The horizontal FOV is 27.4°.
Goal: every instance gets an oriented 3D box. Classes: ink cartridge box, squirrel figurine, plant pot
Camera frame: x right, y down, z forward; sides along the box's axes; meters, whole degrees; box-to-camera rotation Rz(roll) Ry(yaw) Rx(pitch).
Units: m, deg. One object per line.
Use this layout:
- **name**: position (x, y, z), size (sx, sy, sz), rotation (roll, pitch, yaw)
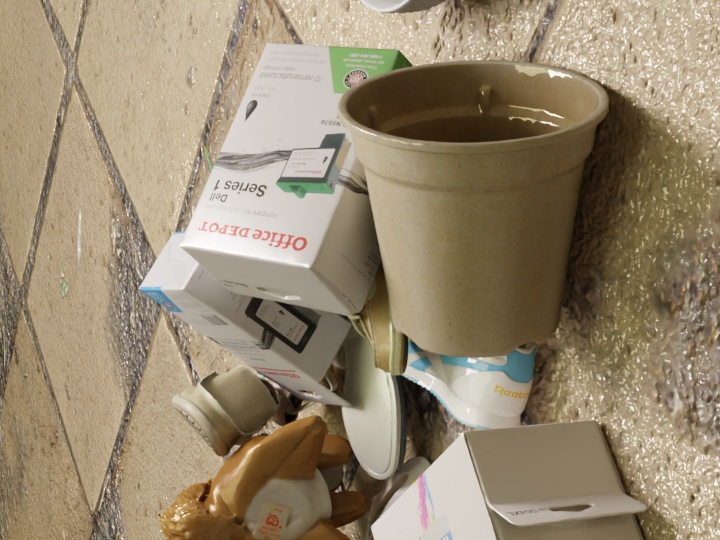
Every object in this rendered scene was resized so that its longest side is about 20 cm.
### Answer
- **ink cartridge box**: position (0.117, 0.205, 1.127), size (0.200, 0.128, 0.126), rotation (-54, 46, 49)
- **ink cartridge box**: position (-0.040, -0.078, 1.214), size (0.145, 0.084, 0.201), rotation (8, 68, 35)
- **ink cartridge box**: position (-0.091, 0.044, 1.364), size (0.068, 0.200, 0.116), rotation (-60, 24, -16)
- **squirrel figurine**: position (-0.095, 0.213, 1.389), size (0.187, 0.199, 0.142), rotation (-101, -12, -83)
- **plant pot**: position (0.086, -0.043, 1.125), size (0.200, 0.199, 0.184), rotation (38, 137, 55)

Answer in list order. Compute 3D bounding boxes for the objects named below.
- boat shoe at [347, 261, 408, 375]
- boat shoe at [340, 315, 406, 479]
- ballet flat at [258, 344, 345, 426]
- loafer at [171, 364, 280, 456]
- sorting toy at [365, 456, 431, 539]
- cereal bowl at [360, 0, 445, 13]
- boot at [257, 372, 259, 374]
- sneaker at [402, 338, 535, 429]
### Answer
- **boat shoe**: position (0.000, -0.002, 1.245), size (0.073, 0.063, 0.202), rotation (80, 179, -65)
- **boat shoe**: position (0.022, 0.091, 1.373), size (0.073, 0.062, 0.201), rotation (-18, 78, 44)
- **ballet flat**: position (-0.039, 0.083, 1.477), size (0.067, 0.068, 0.200), rotation (45, 124, 12)
- **loafer**: position (-0.122, 0.125, 1.397), size (0.076, 0.068, 0.200), rotation (47, -178, 5)
- **sorting toy**: position (0.035, 0.272, 1.350), size (0.200, 0.106, 0.181), rotation (122, 155, -47)
- **cereal bowl**: position (0.057, -0.317, 1.242), size (0.200, 0.083, 0.201), rotation (12, 103, 62)
- **boot**: position (-0.079, 0.027, 1.544), size (0.200, 0.076, 0.156), rotation (-45, 60, 41)
- **sneaker**: position (0.081, 0.064, 1.253), size (0.200, 0.076, 0.081), rotation (33, 110, 52)
